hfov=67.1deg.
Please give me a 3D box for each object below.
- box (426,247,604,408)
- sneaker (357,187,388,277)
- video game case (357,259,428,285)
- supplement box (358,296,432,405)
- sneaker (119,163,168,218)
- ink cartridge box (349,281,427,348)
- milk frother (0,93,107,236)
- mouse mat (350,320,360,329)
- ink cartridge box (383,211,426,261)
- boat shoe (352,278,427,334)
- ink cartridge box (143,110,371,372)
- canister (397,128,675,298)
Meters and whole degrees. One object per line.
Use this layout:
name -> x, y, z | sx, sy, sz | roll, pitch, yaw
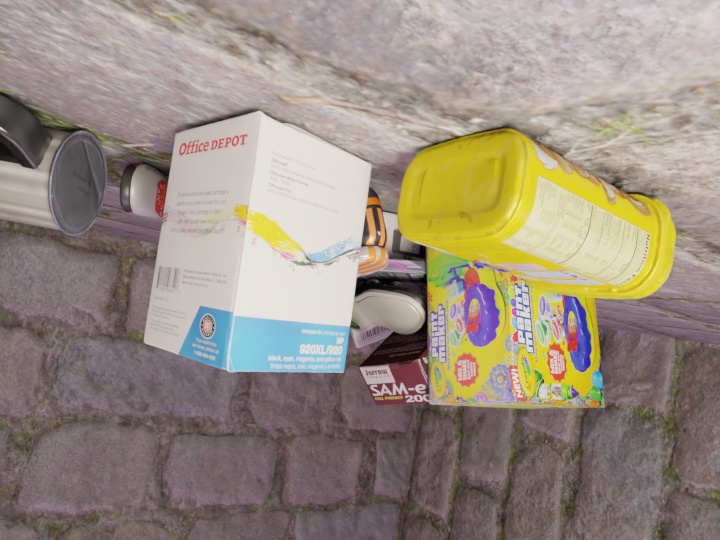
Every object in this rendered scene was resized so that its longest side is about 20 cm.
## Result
box -> 0.181, 0.055, 0.643 | 0.189, 0.207, 0.120 | 12, 161, -39
sneaker -> -0.048, -0.043, 0.627 | 0.196, 0.116, 0.077 | -14, 164, 35
video game case -> 0.000, 0.000, 0.737 | 0.193, 0.020, 0.143 | 5, 173, 12
supplement box -> 0.098, 0.091, 0.717 | 0.107, 0.062, 0.199 | -17, -165, 45
sneaker -> -0.254, -0.101, 0.767 | 0.104, 0.070, 0.201 | 9, 179, -1
ink cartridge box -> 0.034, 0.020, 0.901 | 0.156, 0.051, 0.202 | -19, -136, -7
milk frother -> -0.409, -0.076, 0.577 | 0.181, 0.207, 0.181 | 9, 172, 1
mouse mat -> -0.104, 0.023, 0.750 | 0.198, 0.008, 0.159 | 33, -173, 34
ink cartridge box -> 0.072, -0.034, 0.798 | 0.193, 0.069, 0.116 | 11, 175, -4
boat shoe -> 0.035, 0.043, 0.735 | 0.074, 0.060, 0.199 | 50, 154, -10
ink cartridge box -> -0.095, -0.020, 0.515 | 0.144, 0.208, 0.142 | 5, 176, 43
canister -> 0.145, -0.040, 0.457 | 0.195, 0.090, 0.147 | 15, 173, -33
